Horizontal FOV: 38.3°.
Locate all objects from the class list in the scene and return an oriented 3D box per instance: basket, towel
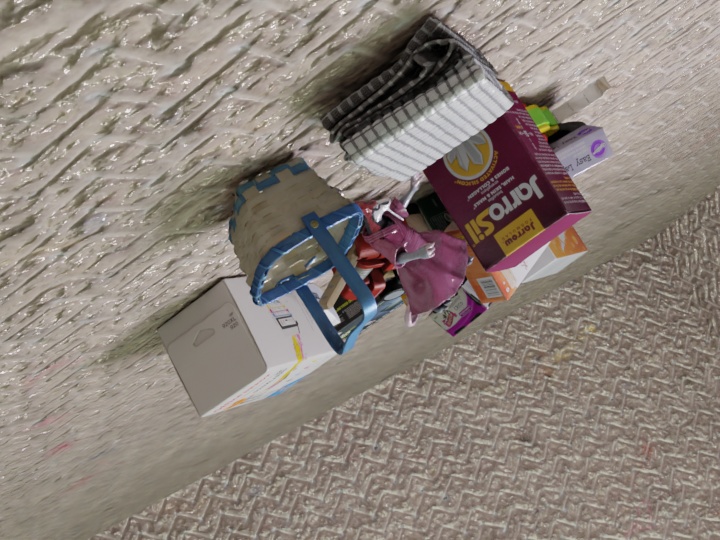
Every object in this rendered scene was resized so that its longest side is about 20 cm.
[{"bbox_3d":[-0.056,-0.012,1.141,0.139,0.201,0.176,-26,168,-21],"label":"basket"},{"bbox_3d":[0.060,-0.171,1.074,0.165,0.086,0.200,-33,170,16],"label":"towel"}]

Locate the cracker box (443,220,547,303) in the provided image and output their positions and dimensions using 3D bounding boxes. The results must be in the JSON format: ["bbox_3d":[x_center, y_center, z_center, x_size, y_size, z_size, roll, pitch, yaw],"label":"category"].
[{"bbox_3d":[0.221,-0.064,1.591,0.058,0.134,0.200,-11,-150,46],"label":"cracker box"}]

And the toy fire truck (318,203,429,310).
[{"bbox_3d":[0.000,0.000,1.572,0.199,0.129,0.176,-10,160,-29],"label":"toy fire truck"}]

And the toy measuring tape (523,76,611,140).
[{"bbox_3d":[0.257,-0.213,1.418,0.199,0.074,0.074,-31,168,2],"label":"toy measuring tape"}]

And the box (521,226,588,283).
[{"bbox_3d":[0.387,-0.059,2.224,0.097,0.125,0.200,-38,167,29],"label":"box"}]

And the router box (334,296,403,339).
[{"bbox_3d":[0.015,0.057,1.939,0.200,0.062,0.150,-37,165,28],"label":"router box"}]

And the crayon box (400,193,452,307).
[{"bbox_3d":[0.105,-0.024,1.675,0.051,0.126,0.200,-25,167,-27],"label":"crayon box"}]

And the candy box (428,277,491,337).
[{"bbox_3d":[0.209,0.002,1.718,0.200,0.061,0.136,-50,180,-31],"label":"candy box"}]

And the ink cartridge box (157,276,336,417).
[{"bbox_3d":[-0.158,0.102,1.497,0.147,0.145,0.200,-36,166,27],"label":"ink cartridge box"}]

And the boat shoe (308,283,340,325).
[{"bbox_3d":[-0.091,0.066,1.695,0.068,0.072,0.200,-34,165,8],"label":"boat shoe"}]

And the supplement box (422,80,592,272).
[{"bbox_3d":[0.166,-0.117,1.264,0.131,0.200,0.103,-37,167,26],"label":"supplement box"}]

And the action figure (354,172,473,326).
[{"bbox_3d":[0.060,-0.038,1.460,0.149,0.200,0.134,-35,-149,37],"label":"action figure"}]

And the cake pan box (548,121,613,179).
[{"bbox_3d":[0.240,-0.150,1.488,0.199,0.052,0.184,-28,-162,-7],"label":"cake pan box"}]
